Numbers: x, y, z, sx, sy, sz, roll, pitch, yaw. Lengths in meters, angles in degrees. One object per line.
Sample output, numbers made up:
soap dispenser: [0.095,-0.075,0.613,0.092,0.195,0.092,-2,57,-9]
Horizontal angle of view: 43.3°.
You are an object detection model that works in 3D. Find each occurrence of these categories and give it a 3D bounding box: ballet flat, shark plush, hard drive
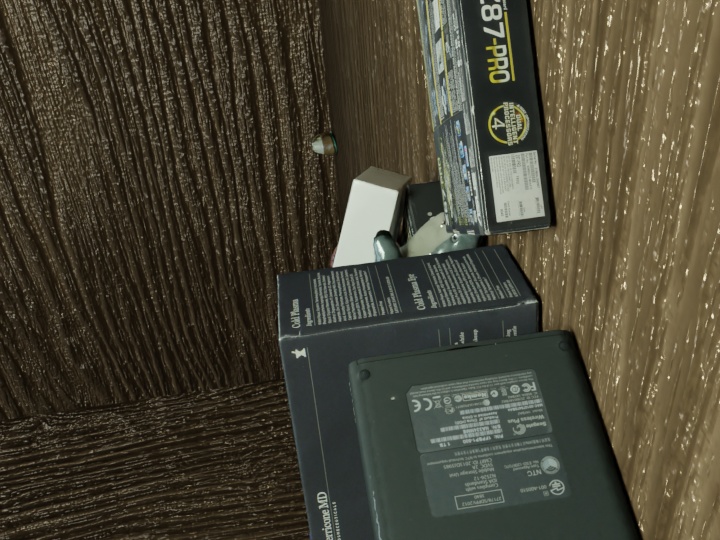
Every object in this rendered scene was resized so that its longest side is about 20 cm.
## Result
ballet flat: [-0.119,-0.407,2.914,0.200,0.072,0.068,-108,10,-68]
shark plush: [0.050,0.046,0.779,0.091,0.083,0.201,28,-104,-63]
hard drive: [0.076,0.133,0.502,0.033,0.139,0.200,89,173,-55]

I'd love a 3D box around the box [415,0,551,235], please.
box: [0.079,-0.125,0.626,0.161,0.049,0.201,-163,65,-84]

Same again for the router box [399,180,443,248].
router box: [0.081,0.034,0.902,0.149,0.051,0.201,91,170,-59]

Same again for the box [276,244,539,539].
box: [0.038,0.099,0.699,0.104,0.181,0.201,-105,8,-64]

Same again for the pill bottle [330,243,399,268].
pill bottle: [0.012,-0.007,1.420,0.200,0.113,0.113,-174,76,-86]

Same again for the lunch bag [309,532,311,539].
lunch bag: [0.034,0.275,1.106,0.161,0.075,0.200,-61,-26,9]

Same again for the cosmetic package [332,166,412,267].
cosmetic package: [0.000,0.000,0.929,0.083,0.050,0.201,-55,-20,-71]
